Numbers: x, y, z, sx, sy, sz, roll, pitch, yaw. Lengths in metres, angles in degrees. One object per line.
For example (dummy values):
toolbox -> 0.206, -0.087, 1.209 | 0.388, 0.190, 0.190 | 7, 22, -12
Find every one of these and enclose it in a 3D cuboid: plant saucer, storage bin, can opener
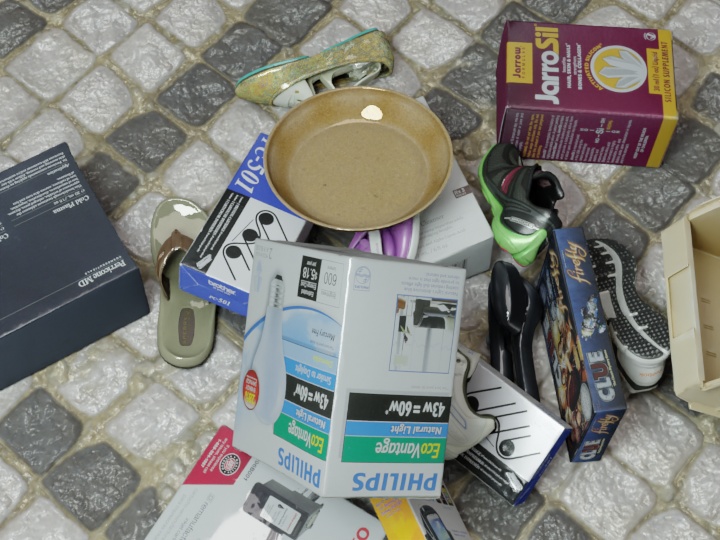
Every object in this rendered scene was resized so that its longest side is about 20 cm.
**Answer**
plant saucer -> -0.002, -0.109, 1.328 | 0.196, 0.036, 0.203 | -1, 52, 1
storage bin -> 0.414, 0.051, 1.310 | 0.196, 0.094, 0.203 | 17, 58, -25
can opener -> 0.158, 0.094, 1.343 | 0.078, 0.063, 0.203 | 15, 67, -43

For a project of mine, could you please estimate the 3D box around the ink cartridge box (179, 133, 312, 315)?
ink cartridge box -> -0.105, -0.049, 1.338 | 0.093, 0.045, 0.201 | 21, 52, 6

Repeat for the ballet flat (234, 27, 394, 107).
ballet flat -> -0.049, -0.227, 1.512 | 0.197, 0.071, 0.071 | -22, 64, -13

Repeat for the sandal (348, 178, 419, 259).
sandal -> 0.006, 0.002, 1.336 | 0.082, 0.050, 0.206 | 22, 95, 37

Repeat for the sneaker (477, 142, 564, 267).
sneaker -> 0.182, -0.081, 1.395 | 0.083, 0.077, 0.201 | -36, 31, 19

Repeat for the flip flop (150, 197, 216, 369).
flip flop -> -0.191, 0.007, 1.380 | 0.080, 0.058, 0.203 | -2, 61, -2

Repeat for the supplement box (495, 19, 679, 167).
supplement box -> 0.259, -0.206, 1.483 | 0.196, 0.104, 0.133 | 3, 61, 1

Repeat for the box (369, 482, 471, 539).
box -> 0.071, 0.263, 1.214 | 0.041, 0.119, 0.202 | -36, 62, 15

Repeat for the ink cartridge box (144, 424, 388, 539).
ink cartridge box -> -0.086, 0.267, 1.226 | 0.198, 0.084, 0.146 | 28, 64, 13

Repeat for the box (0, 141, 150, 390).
box -> -0.354, -0.002, 1.355 | 0.198, 0.105, 0.183 | -27, 64, -15

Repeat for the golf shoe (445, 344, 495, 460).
golf shoe -> 0.069, 0.085, 1.261 | 0.096, 0.078, 0.203 | -22, 84, 11

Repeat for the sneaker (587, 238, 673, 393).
sneaker -> 0.272, 0.046, 1.370 | 0.072, 0.081, 0.202 | -10, 44, -4

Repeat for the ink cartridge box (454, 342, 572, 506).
ink cartridge box -> 0.107, 0.138, 1.296 | 0.199, 0.044, 0.095 | 36, 97, 21

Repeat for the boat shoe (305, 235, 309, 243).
boat shoe -> -0.114, 0.010, 1.379 | 0.089, 0.071, 0.203 | 9, 55, 4

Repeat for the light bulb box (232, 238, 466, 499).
light bulb box -> -0.015, 0.084, 1.146 | 0.123, 0.197, 0.204 | 5, 92, -29

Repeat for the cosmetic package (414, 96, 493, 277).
cosmetic package -> 0.059, -0.081, 1.422 | 0.111, 0.081, 0.202 | -21, 65, -10

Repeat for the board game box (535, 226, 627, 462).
board game box -> 0.222, 0.078, 1.309 | 0.034, 0.136, 0.203 | -6, 61, -5
